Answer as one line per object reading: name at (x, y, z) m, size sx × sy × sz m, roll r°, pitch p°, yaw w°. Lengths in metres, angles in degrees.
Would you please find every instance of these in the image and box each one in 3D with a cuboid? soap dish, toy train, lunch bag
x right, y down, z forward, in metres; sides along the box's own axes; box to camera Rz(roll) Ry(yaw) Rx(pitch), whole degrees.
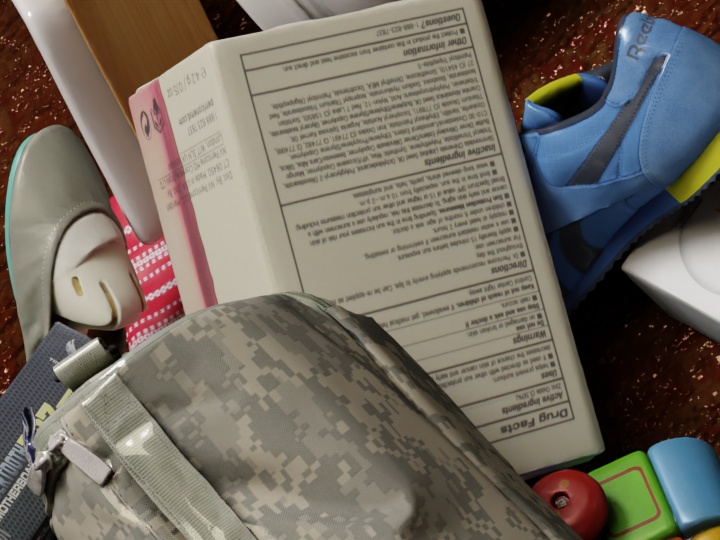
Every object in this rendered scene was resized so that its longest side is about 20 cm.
soap dish at (-0.117, -0.117, 1.337) m, size 0.081 × 0.158 × 0.200 m, roll -28°, pitch 32°, yaw -4°
toy train at (0.147, 0.147, 1.047) m, size 0.115 × 0.085 × 0.201 m, roll -26°, pitch 49°, yaw 6°
lunch bag at (-0.014, 0.105, 0.964) m, size 0.139 × 0.168 × 0.200 m, roll -44°, pitch 76°, yaw 6°

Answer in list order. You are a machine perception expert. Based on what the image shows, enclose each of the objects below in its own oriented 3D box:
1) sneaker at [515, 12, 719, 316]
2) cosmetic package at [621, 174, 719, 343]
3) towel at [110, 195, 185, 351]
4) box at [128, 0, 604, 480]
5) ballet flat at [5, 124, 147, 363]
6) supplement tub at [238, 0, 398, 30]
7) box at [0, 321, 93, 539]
sneaker at (0.089, -0.041, 1.155) m, size 0.200 × 0.078 × 0.066 m, roll -48°, pitch 11°, yaw 50°
cosmetic package at (0.221, -0.044, 1.123) m, size 0.151 × 0.052 × 0.201 m, roll 31°, pitch 84°, yaw 43°
towel at (-0.056, 0.007, 1.326) m, size 0.144 × 0.022 × 0.201 m, roll -35°, pitch 48°, yaw 17°
box at (0.000, 0.000, 1.135) m, size 0.109 × 0.127 × 0.201 m, roll -20°, pitch 84°, yaw 65°
ballet flat at (-0.126, 0.033, 1.288) m, size 0.063 × 0.067 × 0.201 m, roll 12°, pitch 107°, yaw 36°
supplement tub at (0.025, -0.196, 1.292) m, size 0.200 × 0.145 × 0.145 m, roll -40°, pitch 46°, yaw 10°
box at (-0.175, 0.141, 1.204) m, size 0.201 × 0.051 × 0.158 m, roll -60°, pitch -1°, yaw 34°
